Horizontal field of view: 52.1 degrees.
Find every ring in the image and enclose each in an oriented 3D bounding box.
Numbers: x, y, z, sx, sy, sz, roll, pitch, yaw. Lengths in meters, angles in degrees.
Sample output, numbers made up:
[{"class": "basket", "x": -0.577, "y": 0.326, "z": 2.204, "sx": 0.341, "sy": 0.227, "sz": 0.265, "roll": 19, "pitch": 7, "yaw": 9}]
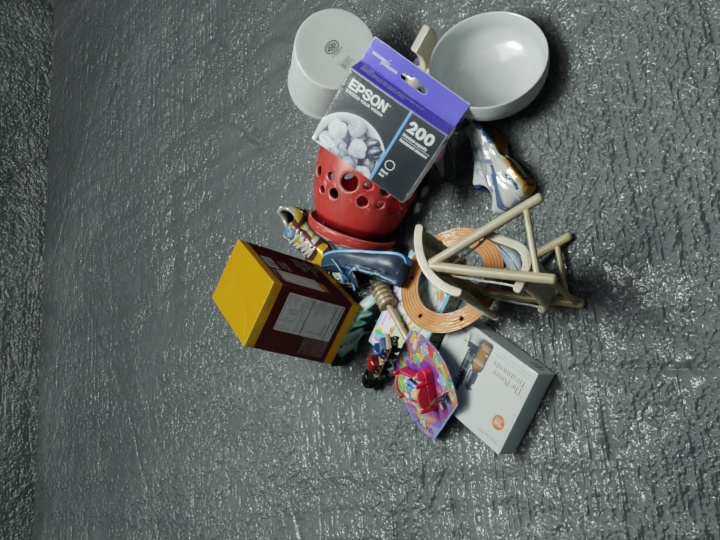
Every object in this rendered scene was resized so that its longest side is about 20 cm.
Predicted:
[{"class": "ring", "x": 0.159, "y": 0.017, "z": 1.280, "sx": 0.200, "sy": 0.019, "sz": 0.201, "roll": -18, "pitch": 56, "yaw": 28}]

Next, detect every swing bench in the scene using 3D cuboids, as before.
[{"class": "swing bench", "x": 0.209, "y": -0.003, "z": 1.105, "sx": 0.199, "sy": 0.199, "sz": 0.130, "roll": -14, "pitch": 71, "yaw": 25}]

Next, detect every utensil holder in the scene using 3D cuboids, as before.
[{"class": "utensil holder", "x": -0.060, "y": -0.410, "z": 1.476, "sx": 0.200, "sy": 0.169, "sz": 0.171, "roll": 144, "pitch": 131, "yaw": -82}]

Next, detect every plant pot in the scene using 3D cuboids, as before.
[{"class": "plant pot", "x": -0.001, "y": -0.144, "z": 1.405, "sx": 0.200, "sy": 0.200, "sz": 0.183, "roll": 37, "pitch": 115, "yaw": 45}]

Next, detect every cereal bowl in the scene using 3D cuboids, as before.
[{"class": "cereal bowl", "x": 0.221, "y": -0.335, "z": 1.251, "sx": 0.199, "sy": 0.083, "sz": 0.201, "roll": -7, "pitch": 66, "yaw": 16}]

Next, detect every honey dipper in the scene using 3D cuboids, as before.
[{"class": "honey dipper", "x": 0.073, "y": 0.106, "z": 1.343, "sx": 0.038, "sy": 0.038, "sz": 0.200, "roll": -49, "pitch": 52, "yaw": 30}]

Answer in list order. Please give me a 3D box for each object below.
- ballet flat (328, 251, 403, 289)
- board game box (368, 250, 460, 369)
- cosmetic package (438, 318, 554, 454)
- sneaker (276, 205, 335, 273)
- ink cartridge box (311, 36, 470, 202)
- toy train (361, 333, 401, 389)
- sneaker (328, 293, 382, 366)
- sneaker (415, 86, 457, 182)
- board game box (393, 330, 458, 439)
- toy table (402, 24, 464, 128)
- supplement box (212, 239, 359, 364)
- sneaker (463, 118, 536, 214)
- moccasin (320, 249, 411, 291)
[{"class": "ballet flat", "x": 0.010, "y": 0.003, "z": 1.458, "sx": 0.199, "sy": 0.071, "sz": 0.070, "roll": -9, "pitch": 78, "yaw": 47}, {"class": "board game box", "x": 0.103, "y": 0.082, "z": 1.368, "sx": 0.134, "sy": 0.034, "sz": 0.201, "roll": 40, "pitch": 112, "yaw": 44}, {"class": "cosmetic package", "x": 0.206, "y": 0.184, "z": 1.223, "sx": 0.200, "sy": 0.052, "sz": 0.151, "roll": 37, "pitch": 113, "yaw": 45}, {"class": "sneaker", "x": -0.122, "y": -0.062, "z": 1.601, "sx": 0.075, "sy": 0.090, "sz": 0.200, "roll": -53, "pitch": 48, "yaw": 27}, {"class": "ink cartridge box", "x": 0.047, "y": -0.247, "z": 1.224, "sx": 0.198, "sy": 0.043, "sz": 0.200, "roll": 35, "pitch": 119, "yaw": 4}, {"class": "toy train", "x": 0.034, "y": 0.170, "z": 1.358, "sx": 0.200, "sy": 0.046, "sz": 0.034, "roll": 109, "pitch": 159, "yaw": -56}, {"class": "sneaker", "x": -0.034, "y": 0.082, "z": 1.487, "sx": 0.200, "sy": 0.078, "sz": 0.140, "roll": -52, "pitch": 50, "yaw": 28}, {"class": "sneaker", "x": 0.113, "y": -0.230, "z": 1.302, "sx": 0.082, "sy": 0.200, "sz": 0.070, "roll": -23, "pitch": 38, "yaw": 3}, {"class": "board game box", "x": 0.094, "y": 0.203, "z": 1.275, "sx": 0.158, "sy": 0.039, "sz": 0.200, "roll": 59, "pitch": 150, "yaw": 27}, {"class": "toy table", "x": 0.118, "y": -0.351, "z": 1.371, "sx": 0.200, "sy": 0.117, "sz": 0.185, "roll": 37, "pitch": 110, "yaw": 46}, {"class": "supplement box", "x": -0.147, "y": 0.060, "z": 1.423, "sx": 0.197, "sy": 0.199, "sz": 0.133, "roll": 43, "pitch": 110, "yaw": 52}, {"class": "sneaker", "x": 0.215, "y": -0.185, "z": 1.263, "sx": 0.088, "sy": 0.075, "sz": 0.201, "roll": -47, "pitch": 51, "yaw": 32}, {"class": "moccasin", "x": 0.000, "y": 0.000, "z": 1.359, "sx": 0.199, "sy": 0.080, "sz": 0.069, "roll": 0, "pitch": 78, "yaw": 44}]
